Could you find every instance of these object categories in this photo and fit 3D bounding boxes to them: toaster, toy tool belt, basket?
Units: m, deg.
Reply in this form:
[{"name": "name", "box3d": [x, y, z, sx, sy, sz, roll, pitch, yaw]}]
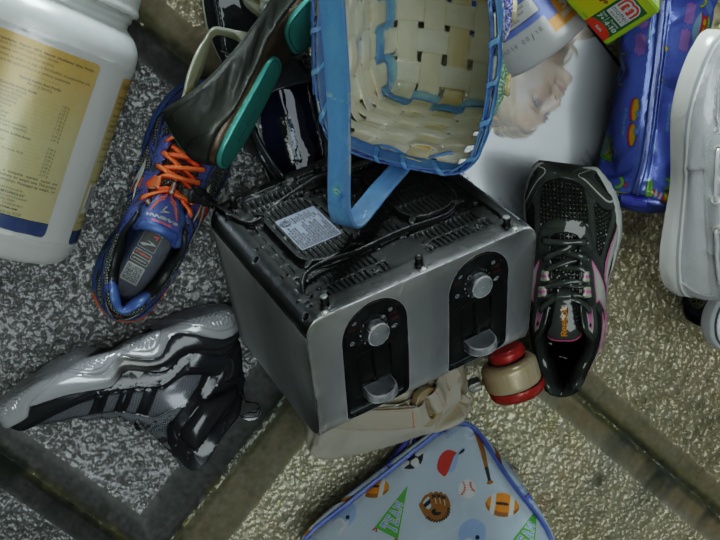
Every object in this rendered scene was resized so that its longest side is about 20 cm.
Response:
[{"name": "toaster", "box3d": [0.000, 0.000, 0.796, 0.178, 0.200, 0.120, -22, 128, -21]}, {"name": "toy tool belt", "box3d": [0.037, 0.063, 0.880, 0.196, 0.125, 0.125, -16, 103, 5]}, {"name": "basket", "box3d": [0.026, -0.146, 0.740, 0.137, 0.200, 0.179, 15, 124, 25]}]

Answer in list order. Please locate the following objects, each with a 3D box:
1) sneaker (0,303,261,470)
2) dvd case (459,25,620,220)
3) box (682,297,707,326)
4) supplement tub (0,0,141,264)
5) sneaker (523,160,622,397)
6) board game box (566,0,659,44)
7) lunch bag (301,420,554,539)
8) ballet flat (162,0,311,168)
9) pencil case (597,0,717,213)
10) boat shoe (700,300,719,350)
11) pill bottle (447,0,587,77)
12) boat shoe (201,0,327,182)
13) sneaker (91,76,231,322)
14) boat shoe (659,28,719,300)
[{"name": "sneaker", "box3d": [-0.173, 0.109, 0.869, 0.197, 0.075, 0.116, -21, 101, -10]}, {"name": "dvd case", "box3d": [0.149, -0.098, 0.932, 0.200, 0.018, 0.143, -45, 106, -2]}, {"name": "box", "box3d": [0.375, -0.047, 0.954, 0.196, 0.086, 0.167, -12, 103, -10]}, {"name": "supplement tub", "box3d": [-0.240, -0.121, 0.781, 0.142, 0.144, 0.203, 19, 95, -14]}, {"name": "sneaker", "box3d": [0.167, 0.013, 0.883, 0.079, 0.087, 0.203, -2, 122, 17]}, {"name": "board game box", "box3d": [0.170, -0.271, 0.816, 0.101, 0.202, 0.047, 37, 135, -27]}, {"name": "lunch bag", "box3d": [0.056, 0.224, 0.915, 0.199, 0.076, 0.161, -35, 65, -5]}, {"name": "ballet flat", "box3d": [-0.071, -0.168, 0.797, 0.068, 0.068, 0.201, 35, 79, 10]}, {"name": "pencil case", "box3d": [0.232, -0.147, 0.887, 0.077, 0.087, 0.204, 10, 101, 21]}, {"name": "boat shoe", "box3d": [0.372, 0.038, 0.890, 0.196, 0.066, 0.073, 0, 101, -12]}, {"name": "pill bottle", "box3d": [0.088, -0.256, 0.843, 0.112, 0.112, 0.201, -41, 106, -2]}, {"name": "boat shoe", "box3d": [-0.068, -0.150, 0.855, 0.073, 0.062, 0.203, -18, 102, -6]}, {"name": "sneaker", "box3d": [-0.144, -0.048, 0.848, 0.074, 0.078, 0.203, 19, 96, -15]}, {"name": "boat shoe", "box3d": [0.271, -0.076, 0.841, 0.071, 0.068, 0.204, -3, 103, -47]}]
